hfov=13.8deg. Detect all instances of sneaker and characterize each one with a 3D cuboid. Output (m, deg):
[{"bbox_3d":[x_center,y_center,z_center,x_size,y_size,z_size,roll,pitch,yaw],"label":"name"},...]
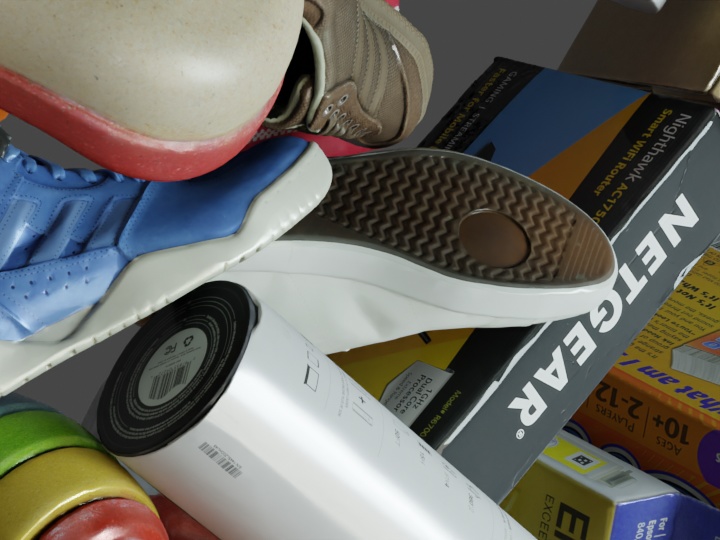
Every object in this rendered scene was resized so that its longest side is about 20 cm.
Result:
[{"bbox_3d":[-0.112,-0.029,1.081,0.200,0.077,0.111,-30,94,-18],"label":"sneaker"},{"bbox_3d":[0.000,0.000,1.195,0.199,0.073,0.085,7,138,-8],"label":"sneaker"},{"bbox_3d":[-0.026,-0.081,1.129,0.200,0.070,0.076,59,49,-63],"label":"sneaker"}]

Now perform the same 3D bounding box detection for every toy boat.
[{"bbox_3d":[-0.121,-0.095,0.998,0.131,0.200,0.131,-58,-174,50],"label":"toy boat"}]

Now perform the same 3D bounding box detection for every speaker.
[{"bbox_3d":[-0.004,0.092,1.139,0.200,0.081,0.081,41,78,-31],"label":"speaker"}]

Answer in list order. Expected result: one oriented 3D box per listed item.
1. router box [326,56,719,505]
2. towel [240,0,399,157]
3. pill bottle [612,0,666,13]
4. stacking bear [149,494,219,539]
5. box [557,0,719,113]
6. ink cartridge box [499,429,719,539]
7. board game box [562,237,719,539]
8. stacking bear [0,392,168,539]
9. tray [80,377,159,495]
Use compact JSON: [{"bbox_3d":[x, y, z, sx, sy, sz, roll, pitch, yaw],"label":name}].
[{"bbox_3d":[0.055,0.004,1.275,0.200,0.149,0.051,-50,126,-17],"label":"router box"},{"bbox_3d":[-0.037,-0.125,1.195,0.144,0.022,0.200,-17,123,-42],"label":"towel"},{"bbox_3d":[0.142,-0.217,1.278,0.200,0.112,0.112,-60,144,-2],"label":"pill bottle"},{"bbox_3d":[-0.075,0.204,1.258,0.121,0.114,0.200,2,128,-49],"label":"stacking bear"},{"bbox_3d":[0.174,-0.164,1.323,0.021,0.163,0.200,31,86,-20],"label":"box"},{"bbox_3d":[0.079,0.167,1.369,0.047,0.200,0.198,-18,125,-42],"label":"ink cartridge box"},{"bbox_3d":[0.167,0.113,1.441,0.200,0.200,0.200,-18,125,-43],"label":"board game box"},{"bbox_3d":[-0.119,0.114,1.094,0.121,0.200,0.114,9,105,-52],"label":"stacking bear"},{"bbox_3d":[-0.123,0.122,1.225,0.200,0.022,0.107,-63,166,1],"label":"tray"}]
